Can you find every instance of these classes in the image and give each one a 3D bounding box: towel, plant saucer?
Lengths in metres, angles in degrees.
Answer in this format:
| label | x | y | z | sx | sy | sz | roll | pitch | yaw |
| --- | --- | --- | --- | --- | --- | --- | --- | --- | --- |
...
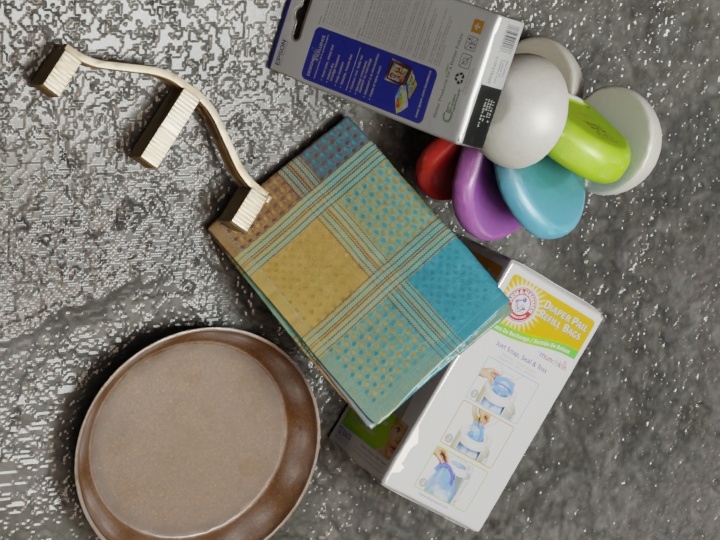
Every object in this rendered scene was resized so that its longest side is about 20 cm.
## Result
| label | x | y | z | sx | sy | sz | roll | pitch | yaw |
| --- | --- | --- | --- | --- | --- | --- | --- | --- | --- |
| towel | 0.000 | 0.000 | 1.543 | 0.147 | 0.022 | 0.200 | -39 | 79 | -10 |
| plant saucer | -0.129 | 0.135 | 1.581 | 0.200 | 0.034 | 0.200 | -8 | 110 | -23 |

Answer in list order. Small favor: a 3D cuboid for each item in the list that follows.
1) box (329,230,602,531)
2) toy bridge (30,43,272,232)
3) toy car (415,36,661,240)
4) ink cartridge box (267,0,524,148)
| label | x | y | z | sx | sy | sz | roll | pitch | yaw |
| --- | --- | --- | --- | --- | --- | --- | --- | --- | --- |
| box | 0.083 | 0.085 | 1.620 | 0.101 | 0.112 | 0.200 | 30 | 91 | -28 |
| toy bridge | -0.141 | -0.106 | 1.497 | 0.200 | 0.027 | 0.067 | 36 | 78 | -25 |
| toy car | 0.110 | -0.098 | 1.532 | 0.175 | 0.200 | 0.150 | 12 | 111 | -48 |
| ink cartridge box | 0.022 | -0.161 | 1.477 | 0.037 | 0.200 | 0.095 | 8 | 103 | -51 |
